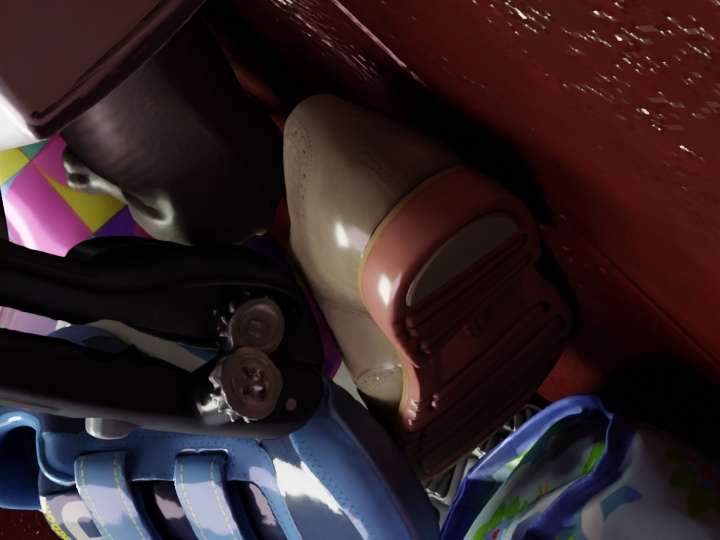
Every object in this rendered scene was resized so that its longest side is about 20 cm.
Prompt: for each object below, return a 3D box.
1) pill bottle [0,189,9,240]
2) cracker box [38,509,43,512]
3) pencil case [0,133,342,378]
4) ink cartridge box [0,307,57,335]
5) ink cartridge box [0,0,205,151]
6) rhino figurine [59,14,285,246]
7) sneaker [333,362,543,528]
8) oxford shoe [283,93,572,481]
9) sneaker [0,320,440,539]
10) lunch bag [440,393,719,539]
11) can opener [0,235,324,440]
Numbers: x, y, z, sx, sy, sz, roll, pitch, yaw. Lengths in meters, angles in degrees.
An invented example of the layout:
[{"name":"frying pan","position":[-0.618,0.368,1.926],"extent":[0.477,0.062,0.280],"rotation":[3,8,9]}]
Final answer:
[{"name":"pill bottle","position":[-0.179,-0.029,0.872],"extent":[0.120,0.120,0.200],"rotation":[68,-172,-70]},{"name":"cracker box","position":[-0.099,0.086,1.236],"extent":[0.200,0.058,0.134],"rotation":[24,153,27]},{"name":"pencil case","position":[-0.092,-0.019,0.990],"extent":[0.200,0.088,0.088],"rotation":[48,169,-8]},{"name":"ink cartridge box","position":[-0.176,0.002,1.125],"extent":[0.200,0.084,0.145],"rotation":[22,-173,33]},{"name":"ink cartridge box","position":[-0.143,-0.101,0.713],"extent":[0.146,0.085,0.200],"rotation":[52,151,-18]},{"name":"rhino figurine","position":[-0.089,-0.080,0.840],"extent":[0.087,0.060,0.200],"rotation":[27,158,51]},{"name":"sneaker","position":[0.035,0.067,1.063],"extent":[0.200,0.077,0.085],"rotation":[34,-168,18]},{"name":"oxford shoe","position":[0.018,0.004,0.838],"extent":[0.075,0.070,0.200],"rotation":[45,165,22]},{"name":"sneaker","position":[-0.056,0.070,0.894],"extent":[0.200,0.082,0.074],"rotation":[14,135,46]},{"name":"lunch bag","position":[0.108,0.130,0.905],"extent":[0.170,0.127,0.200],"rotation":[38,-178,-3]},{"name":"can opener","position":[-0.094,0.017,0.788],"extent":[0.200,0.063,0.079],"rotation":[7,179,-38]}]
